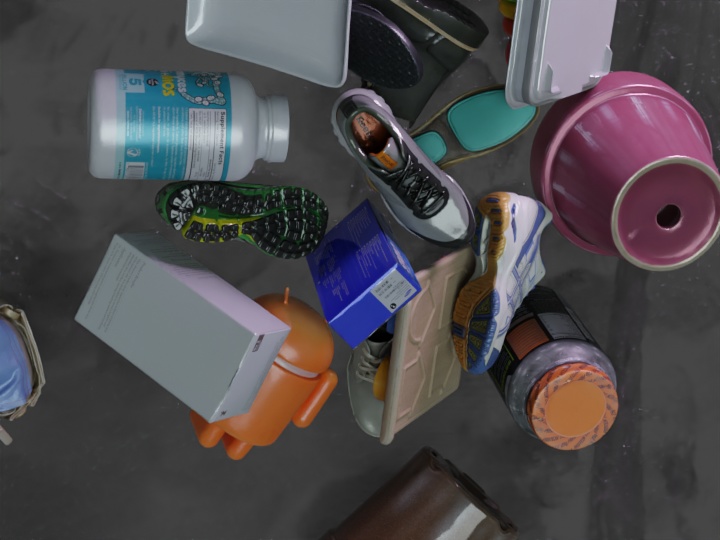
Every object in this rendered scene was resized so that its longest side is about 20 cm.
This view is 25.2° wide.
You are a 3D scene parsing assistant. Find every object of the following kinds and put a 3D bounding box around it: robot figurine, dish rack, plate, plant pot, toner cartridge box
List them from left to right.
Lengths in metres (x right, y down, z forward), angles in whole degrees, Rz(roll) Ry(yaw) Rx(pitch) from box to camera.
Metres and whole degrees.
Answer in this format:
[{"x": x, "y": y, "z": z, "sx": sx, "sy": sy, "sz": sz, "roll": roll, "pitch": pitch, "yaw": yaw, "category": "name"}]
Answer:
[{"x": -0.105, "y": 0.110, "z": 1.757, "sx": 0.144, "sy": 0.117, "sz": 0.200, "roll": 38, "pitch": 104, "yaw": 7, "category": "robot figurine"}, {"x": -0.081, "y": -0.297, "z": 1.572, "sx": 0.199, "sy": 0.032, "sz": 0.201, "roll": 20, "pitch": 116, "yaw": 28, "category": "plate"}, {"x": 0.000, "y": 0.000, "z": 1.680, "sx": 0.095, "sy": 0.200, "sz": 0.043, "roll": -40, "pitch": 112, "yaw": 8, "category": "toner cartridge box"}, {"x": 0.063, "y": 0.322, "z": 1.854, "sx": 0.200, "sy": 0.200, "sz": 0.198, "roll": 40, "pitch": 93, "yaw": -24, "category": "plant pot"}, {"x": 0.218, "y": -0.265, "z": 1.642, "sx": 0.171, "sy": 0.043, "sz": 0.201, "roll": -23, "pitch": 127, "yaw": -48, "category": "dish rack"}, {"x": 0.298, "y": -0.092, "z": 1.715, "sx": 0.199, "sy": 0.179, "sz": 0.201, "roll": -4, "pitch": 114, "yaw": -10, "category": "plant pot"}]

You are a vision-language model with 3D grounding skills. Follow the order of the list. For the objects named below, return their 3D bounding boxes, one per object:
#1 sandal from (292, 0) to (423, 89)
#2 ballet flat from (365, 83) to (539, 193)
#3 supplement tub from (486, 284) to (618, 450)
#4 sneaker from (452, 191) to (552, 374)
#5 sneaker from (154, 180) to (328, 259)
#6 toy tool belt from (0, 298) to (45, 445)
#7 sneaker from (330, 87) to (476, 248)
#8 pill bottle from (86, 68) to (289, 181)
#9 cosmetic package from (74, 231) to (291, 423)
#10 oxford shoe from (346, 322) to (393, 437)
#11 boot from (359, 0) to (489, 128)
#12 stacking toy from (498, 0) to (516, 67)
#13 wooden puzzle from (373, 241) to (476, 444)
[{"x": -0.016, "y": -0.247, "z": 1.604, "sx": 0.200, "sy": 0.048, "sz": 0.075, "roll": 29, "pitch": 139, "yaw": 21, "category": "sandal"}, {"x": 0.095, "y": -0.143, "z": 1.715, "sx": 0.200, "sy": 0.063, "sz": 0.069, "roll": -24, "pitch": 93, "yaw": 5, "category": "ballet flat"}, {"x": 0.206, "y": 0.107, "z": 1.772, "sx": 0.122, "sy": 0.200, "sz": 0.123, "roll": -4, "pitch": 115, "yaw": -9, "category": "supplement tub"}, {"x": 0.160, "y": 0.017, "z": 1.737, "sx": 0.088, "sy": 0.075, "sz": 0.201, "roll": 4, "pitch": 105, "yaw": -34, "category": "sneaker"}, {"x": -0.122, "y": -0.066, "z": 1.702, "sx": 0.200, "sy": 0.085, "sz": 0.078, "roll": 11, "pitch": 100, "yaw": -32, "category": "sneaker"}, {"x": -0.408, "y": 0.077, "z": 1.675, "sx": 0.125, "sy": 0.123, "sz": 0.200, "roll": -23, "pitch": 116, "yaw": -1, "category": "toy tool belt"}, {"x": 0.042, "y": -0.098, "z": 1.650, "sx": 0.074, "sy": 0.079, "sz": 0.200, "roll": -41, "pitch": 100, "yaw": 7, "category": "sneaker"}, {"x": -0.175, "y": -0.146, "z": 1.631, "sx": 0.199, "sy": 0.111, "sz": 0.111, "roll": 0, "pitch": 114, "yaw": -13, "category": "pill bottle"}, {"x": -0.186, "y": 0.056, "z": 1.675, "sx": 0.200, "sy": 0.081, "sz": 0.113, "roll": 36, "pitch": 108, "yaw": 18, "category": "cosmetic package"}, {"x": 0.020, "y": 0.099, "z": 1.799, "sx": 0.075, "sy": 0.058, "sz": 0.201, "roll": 11, "pitch": 114, "yaw": 10, "category": "oxford shoe"}, {"x": 0.013, "y": -0.240, "z": 1.654, "sx": 0.200, "sy": 0.078, "sz": 0.138, "roll": 30, "pitch": 117, "yaw": -13, "category": "boot"}, {"x": 0.168, "y": -0.290, "z": 1.660, "sx": 0.085, "sy": 0.085, "sz": 0.201, "roll": -11, "pitch": 120, "yaw": -7, "category": "stacking toy"}, {"x": 0.066, "y": 0.070, "z": 1.751, "sx": 0.046, "sy": 0.200, "sz": 0.186, "roll": 17, "pitch": 115, "yaw": 22, "category": "wooden puzzle"}]
